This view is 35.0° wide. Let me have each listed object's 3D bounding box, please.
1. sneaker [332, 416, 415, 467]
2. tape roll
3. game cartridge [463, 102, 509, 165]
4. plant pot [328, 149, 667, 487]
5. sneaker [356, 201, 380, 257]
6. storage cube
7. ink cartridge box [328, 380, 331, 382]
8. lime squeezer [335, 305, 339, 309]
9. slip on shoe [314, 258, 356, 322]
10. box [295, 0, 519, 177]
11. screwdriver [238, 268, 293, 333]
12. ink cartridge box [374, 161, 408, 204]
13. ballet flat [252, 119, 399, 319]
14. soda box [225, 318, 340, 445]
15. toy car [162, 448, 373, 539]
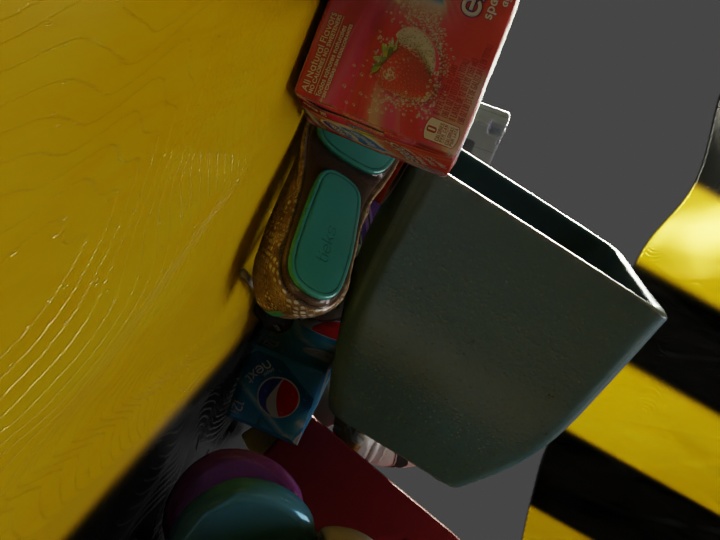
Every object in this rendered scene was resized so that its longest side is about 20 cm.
[{"bbox_3d":[0.050,0.077,0.993,0.202,0.087,0.076,-66,-156,9],"label":"sneaker"},{"bbox_3d":[-0.022,0.127,1.115,0.202,0.037,0.203,-29,174,-3],"label":"tape roll"},{"bbox_3d":[0.075,-0.129,1.244,0.200,0.132,0.042,109,4,-61],"label":"game cartridge"},{"bbox_3d":[0.074,0.037,0.852,0.201,0.195,0.196,-57,-174,13],"label":"plant pot"},{"bbox_3d":[0.022,-0.071,1.026,0.201,0.083,0.081,-67,164,-46],"label":"sneaker"},{"bbox_3d":[-0.045,0.264,0.970,0.171,0.179,0.201,-45,167,-30],"label":"storage cube"},{"bbox_3d":[-0.013,-0.001,1.172,0.116,0.066,0.201,110,2,-63],"label":"ink cartridge box"},{"bbox_3d":[-0.028,-0.001,0.803,0.200,0.037,0.071,-72,166,-63],"label":"lime squeezer"},{"bbox_3d":[0.000,0.000,1.030,0.200,0.075,0.061,-70,149,-60],"label":"slip on shoe"},{"bbox_3d":[0.044,-0.164,0.631,0.100,0.095,0.202,36,75,-88],"label":"box"},{"bbox_3d":[-0.060,0.020,0.754,0.200,0.029,0.028,102,10,-81],"label":"screwdriver"},{"bbox_3d":[0.038,-0.152,0.842,0.201,0.050,0.109,-60,-167,3],"label":"ink cartridge box"},{"bbox_3d":[-0.021,-0.055,0.705,0.065,0.070,0.201,-28,-149,50],"label":"ballet flat"},{"bbox_3d":[-0.052,0.071,0.969,0.200,0.064,0.068,-64,175,-74],"label":"soda box"},{"bbox_3d":[-0.075,0.194,0.746,0.200,0.173,0.151,105,-27,-70],"label":"toy car"}]
